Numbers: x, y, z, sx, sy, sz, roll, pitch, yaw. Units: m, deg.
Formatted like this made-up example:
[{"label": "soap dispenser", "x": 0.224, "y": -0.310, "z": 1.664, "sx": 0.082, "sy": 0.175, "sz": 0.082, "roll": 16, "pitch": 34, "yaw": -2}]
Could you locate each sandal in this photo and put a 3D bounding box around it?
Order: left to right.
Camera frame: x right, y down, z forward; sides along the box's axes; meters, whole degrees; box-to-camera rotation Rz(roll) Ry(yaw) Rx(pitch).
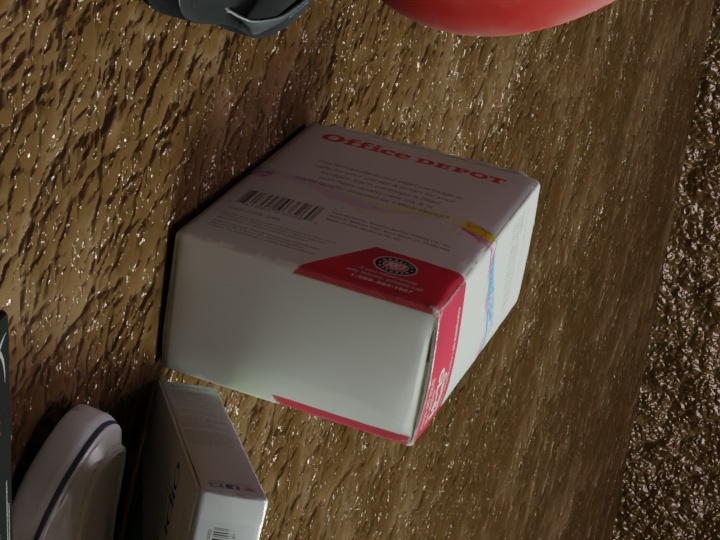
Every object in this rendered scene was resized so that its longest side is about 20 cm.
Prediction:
[{"label": "sandal", "x": -0.047, "y": -0.145, "z": 0.959, "sx": 0.200, "sy": 0.043, "sz": 0.076, "roll": -34, "pitch": 137, "yaw": -68}]

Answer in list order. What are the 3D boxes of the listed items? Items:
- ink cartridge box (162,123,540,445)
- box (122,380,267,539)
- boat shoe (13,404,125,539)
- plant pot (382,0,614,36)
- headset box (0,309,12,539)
[{"label": "ink cartridge box", "x": 0.000, "y": 0.000, "z": 1.075, "sx": 0.200, "sy": 0.147, "sz": 0.086, "roll": -43, "pitch": 146, "yaw": -62}, {"label": "box", "x": -0.088, "y": 0.146, "z": 0.950, "sx": 0.200, "sy": 0.036, "sz": 0.145, "roll": -134, "pitch": -124, "yaw": -76}, {"label": "boat shoe", "x": -0.134, "y": 0.164, "z": 0.903, "sx": 0.072, "sy": 0.065, "sz": 0.201, "roll": 42, "pitch": 64, "yaw": -73}, {"label": "plant pot", "x": 0.056, "y": -0.242, "z": 0.933, "sx": 0.183, "sy": 0.200, "sz": 0.201, "roll": 56, "pitch": 50, "yaw": -52}, {"label": "headset box", "x": -0.189, "y": 0.113, "z": 0.629, "sx": 0.200, "sy": 0.075, "sz": 0.149, "roll": -55, "pitch": 155, "yaw": -53}]
